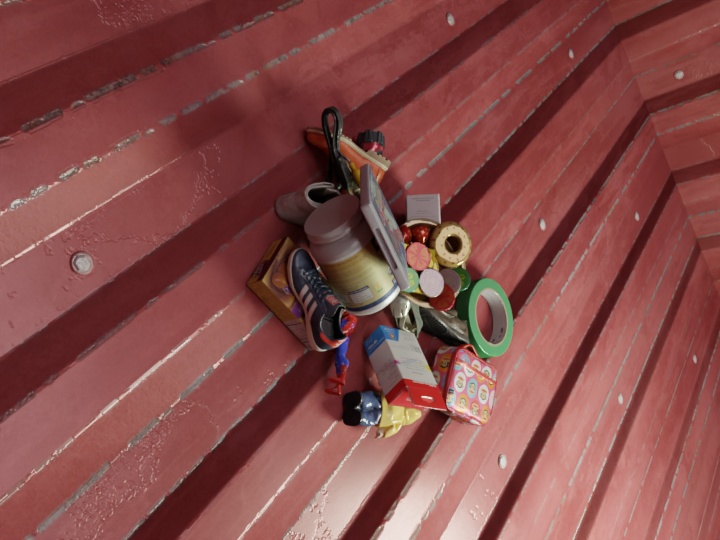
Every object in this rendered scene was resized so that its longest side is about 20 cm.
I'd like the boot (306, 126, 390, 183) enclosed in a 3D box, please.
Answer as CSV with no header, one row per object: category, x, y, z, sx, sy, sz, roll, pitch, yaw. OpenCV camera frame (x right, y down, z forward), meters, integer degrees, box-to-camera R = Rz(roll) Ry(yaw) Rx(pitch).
boot,-0.042,-0.234,1.507,0.197,0.075,0.109,28,93,-9

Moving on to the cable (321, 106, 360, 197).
cable,-0.045,-0.238,1.466,0.050,0.096,0.205,-22,97,-47

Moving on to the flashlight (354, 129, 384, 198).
flashlight,0.021,-0.214,1.586,0.068,0.066,0.206,50,40,-75

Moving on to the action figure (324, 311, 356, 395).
action figure,-0.039,0.154,1.431,0.050,0.066,0.203,14,48,0

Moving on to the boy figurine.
boy figurine,0.052,0.294,1.494,0.197,0.064,0.128,12,72,-44

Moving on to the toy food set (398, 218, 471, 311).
toy food set,0.149,-0.016,1.488,0.195,0.049,0.203,10,73,-21

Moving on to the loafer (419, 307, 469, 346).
loafer,0.197,0.121,1.684,0.199,0.072,0.073,37,51,-45

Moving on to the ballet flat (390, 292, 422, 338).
ballet flat,0.098,0.090,1.546,0.202,0.066,0.065,66,38,-48

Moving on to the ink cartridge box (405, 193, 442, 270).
ink cartridge box,0.147,-0.056,1.614,0.147,0.080,0.206,68,20,-75

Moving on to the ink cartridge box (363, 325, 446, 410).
ink cartridge box,0.094,0.224,1.486,0.115,0.067,0.203,17,38,-41

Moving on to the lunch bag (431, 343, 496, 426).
lunch bag,0.249,0.267,1.677,0.198,0.081,0.180,32,66,-40

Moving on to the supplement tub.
supplement tub,-0.013,-0.030,1.359,0.146,0.142,0.202,-57,131,-37

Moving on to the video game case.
video game case,0.045,-0.087,1.320,0.201,0.023,0.185,-91,157,-61

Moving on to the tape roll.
tape roll,0.326,0.125,1.824,0.198,0.048,0.206,14,70,-43

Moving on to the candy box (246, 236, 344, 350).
candy box,-0.121,0.048,1.383,0.201,0.056,0.118,50,49,-28

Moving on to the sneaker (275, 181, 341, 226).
sneaker,-0.065,-0.127,1.439,0.197,0.114,0.076,6,74,-45

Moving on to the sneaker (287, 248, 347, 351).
sneaker,-0.075,0.051,1.329,0.074,0.083,0.205,-25,99,-45
